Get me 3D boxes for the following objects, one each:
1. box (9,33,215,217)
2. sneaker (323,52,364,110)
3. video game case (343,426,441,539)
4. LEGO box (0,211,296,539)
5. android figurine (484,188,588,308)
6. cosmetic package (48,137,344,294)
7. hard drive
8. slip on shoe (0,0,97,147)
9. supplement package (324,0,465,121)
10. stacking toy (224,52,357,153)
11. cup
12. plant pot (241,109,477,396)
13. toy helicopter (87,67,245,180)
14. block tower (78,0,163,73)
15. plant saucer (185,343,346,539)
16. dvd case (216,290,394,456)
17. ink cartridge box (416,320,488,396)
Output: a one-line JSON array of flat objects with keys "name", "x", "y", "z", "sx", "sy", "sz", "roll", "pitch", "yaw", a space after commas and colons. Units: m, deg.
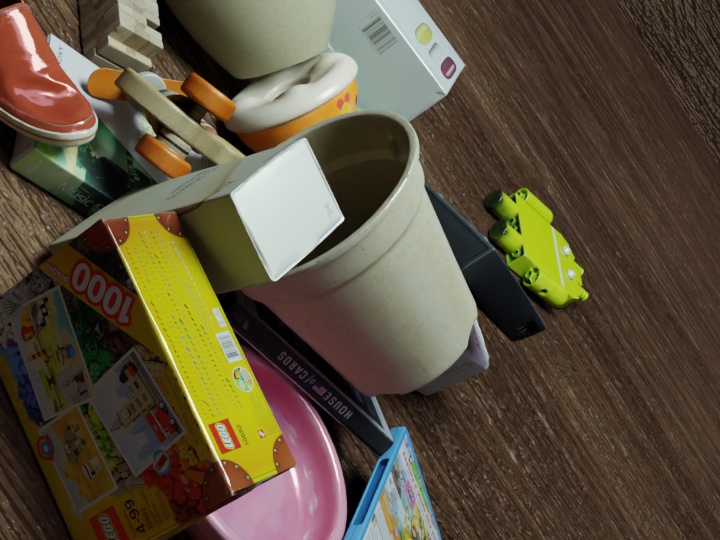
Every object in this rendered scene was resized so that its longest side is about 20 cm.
[{"name": "box", "x": -0.204, "y": -0.096, "z": 1.118, "sx": 0.200, "sy": 0.036, "sz": 0.145, "roll": 33, "pitch": 36, "yaw": -36}, {"name": "sneaker", "x": -0.017, "y": -0.148, "z": 1.423, "sx": 0.083, "sy": 0.074, "sz": 0.200, "roll": -24, "pitch": 92, "yaw": -36}, {"name": "video game case", "x": 0.028, "y": 0.248, "z": 1.118, "sx": 0.200, "sy": 0.018, "sz": 0.143, "roll": -60, "pitch": 136, "yaw": -59}, {"name": "LEGO box", "x": -0.157, "y": 0.082, "z": 0.892, "sx": 0.077, "sy": 0.149, "sz": 0.200, "roll": -11, "pitch": 72, "yaw": -58}, {"name": "android figurine", "x": 0.246, "y": -0.027, "z": 1.783, "sx": 0.200, "sy": 0.041, "sz": 0.182, "roll": 37, "pitch": 34, "yaw": -31}, {"name": "cosmetic package", "x": -0.125, "y": -0.027, "z": 0.975, "sx": 0.104, "sy": 0.200, "sz": 0.073, "roll": -44, "pitch": 114, "yaw": -49}, {"name": "hard drive", "x": 0.103, "y": -0.006, "z": 1.236, "sx": 0.135, "sy": 0.042, "sz": 0.200, "roll": 47, "pitch": -1, "yaw": 31}, {"name": "slip on shoe", "x": -0.277, "y": -0.177, "z": 1.016, "sx": 0.200, "sy": 0.061, "sz": 0.074, "roll": 51, "pitch": 44, "yaw": 6}, {"name": "supplement package", "x": -0.008, "y": -0.253, "z": 1.468, "sx": 0.200, "sy": 0.156, "sz": 0.111, "roll": 51, "pitch": 28, "yaw": -12}, {"name": "stacking toy", "x": -0.039, "y": -0.110, "z": 1.338, "sx": 0.200, "sy": 0.146, "sz": 0.146, "roll": 65, "pitch": 23, "yaw": -25}, {"name": "cup", "x": -0.103, "y": -0.279, "z": 1.323, "sx": 0.200, "sy": 0.200, "sz": 0.144, "roll": -52, "pitch": 129, "yaw": -61}, {"name": "plant pot", "x": 0.000, "y": 0.000, "z": 1.092, "sx": 0.184, "sy": 0.200, "sz": 0.201, "roll": 55, "pitch": 25, "yaw": -33}, {"name": "toy helicopter", "x": -0.150, "y": -0.122, "z": 1.121, "sx": 0.132, "sy": 0.079, "sz": 0.200, "roll": 37, "pitch": 1, "yaw": 23}, {"name": "block tower", "x": -0.232, "y": -0.272, "z": 1.231, "sx": 0.058, "sy": 0.054, "sz": 0.200, "roll": 26, "pitch": 42, "yaw": -47}, {"name": "plant saucer", "x": -0.093, "y": 0.154, "z": 1.032, "sx": 0.200, "sy": 0.051, "sz": 0.201, "roll": 40, "pitch": 32, "yaw": -31}, {"name": "dvd case", "x": -0.055, "y": 0.065, "z": 1.157, "sx": 0.200, "sy": 0.025, "sz": 0.150, "roll": 44, "pitch": 9, "yaw": -25}, {"name": "ink cartridge box", "x": 0.040, "y": 0.025, "z": 1.313, "sx": 0.200, "sy": 0.087, "sz": 0.146, "roll": 32, "pitch": 37, "yaw": -53}]
